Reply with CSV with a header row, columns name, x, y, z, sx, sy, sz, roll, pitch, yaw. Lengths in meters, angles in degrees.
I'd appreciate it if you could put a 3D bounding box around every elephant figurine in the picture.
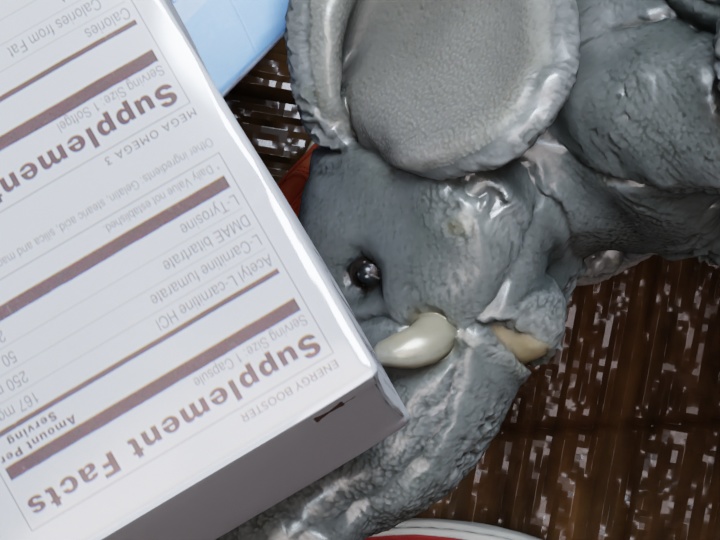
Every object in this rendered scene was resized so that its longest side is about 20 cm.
name,x,y,z,sx,sy,sz,roll,pitch,yaw
elephant figurine,0.040,-0.029,0.722,0.199,0.155,0.142,-16,112,14

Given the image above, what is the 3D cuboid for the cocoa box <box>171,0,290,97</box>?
name,x,y,z,sx,sy,sz,roll,pitch,yaw
cocoa box,-0.122,-0.057,0.780,0.200,0.131,0.133,-45,98,0

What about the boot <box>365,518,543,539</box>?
name,x,y,z,sx,sy,sz,roll,pitch,yaw
boot,0.071,0.130,0.814,0.199,0.144,0.073,19,95,-7

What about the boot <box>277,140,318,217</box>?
name,x,y,z,sx,sy,sz,roll,pitch,yaw
boot,0.000,0.000,0.813,0.200,0.107,0.075,-44,96,-2

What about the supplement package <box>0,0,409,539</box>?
name,x,y,z,sx,sy,sz,roll,pitch,yaw
supplement package,-0.086,-0.030,0.639,0.109,0.114,0.201,-30,80,0
